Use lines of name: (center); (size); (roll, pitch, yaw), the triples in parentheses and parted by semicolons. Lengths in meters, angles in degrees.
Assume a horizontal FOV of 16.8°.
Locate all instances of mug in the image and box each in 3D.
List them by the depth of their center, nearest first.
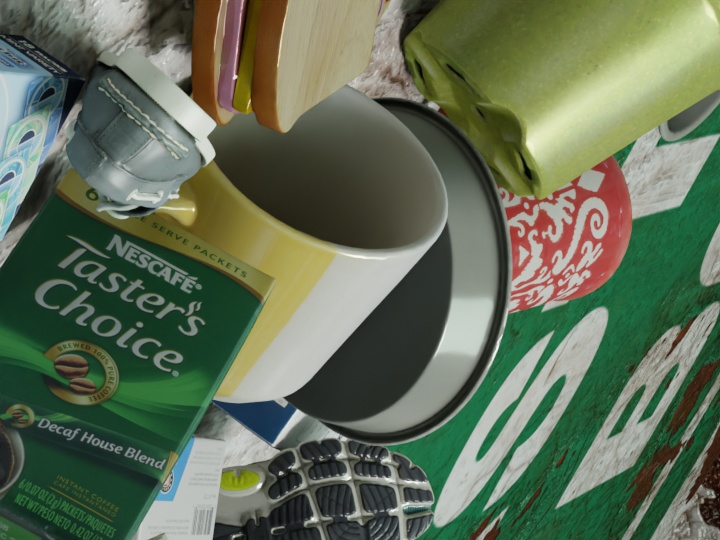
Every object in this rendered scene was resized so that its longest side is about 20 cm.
mug: (-0.068, -0.016, 1.321); (0.150, 0.186, 0.153); (-85, -159, -51)
mug: (0.070, -0.045, 1.640); (0.133, 0.178, 0.200); (-24, 178, 35)

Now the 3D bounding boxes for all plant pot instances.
plant pot: (0.135, -0.148, 1.506); (0.184, 0.200, 0.200); (-40, 159, -10)

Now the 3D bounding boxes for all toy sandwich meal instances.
toy sandwich meal: (-0.011, -0.156, 1.236); (0.205, 0.070, 0.205); (-41, 148, -34)

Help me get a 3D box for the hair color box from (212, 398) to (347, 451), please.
hair color box: (-0.027, 0.076, 1.643); (0.100, 0.060, 0.200); (-55, 161, -2)

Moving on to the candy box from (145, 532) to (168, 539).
candy box: (-0.194, 0.209, 1.271); (0.200, 0.061, 0.136); (-25, -179, 43)

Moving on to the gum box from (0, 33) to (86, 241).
gum box: (-0.216, -0.022, 1.025); (0.170, 0.045, 0.200); (-60, 162, 13)

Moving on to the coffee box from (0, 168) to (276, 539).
coffee box: (-0.132, 0.050, 1.147); (0.200, 0.123, 0.044); (-60, 179, -43)

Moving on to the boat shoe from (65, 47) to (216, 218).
boat shoe: (-0.111, -0.059, 1.137); (0.062, 0.073, 0.200); (-49, -175, -6)

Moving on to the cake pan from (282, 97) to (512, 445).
cake pan: (0.000, 0.000, 1.391); (0.037, 0.200, 0.200); (2, 123, -46)

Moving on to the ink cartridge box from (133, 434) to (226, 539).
ink cartridge box: (-0.141, 0.191, 1.418); (0.116, 0.068, 0.200); (18, 79, -70)

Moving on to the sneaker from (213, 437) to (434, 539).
sneaker: (-0.052, 0.151, 1.571); (0.080, 0.200, 0.078); (62, 23, -82)

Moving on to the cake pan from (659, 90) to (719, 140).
cake pan: (0.289, -0.200, 1.982); (0.200, 0.037, 0.200); (-48, 160, -24)
